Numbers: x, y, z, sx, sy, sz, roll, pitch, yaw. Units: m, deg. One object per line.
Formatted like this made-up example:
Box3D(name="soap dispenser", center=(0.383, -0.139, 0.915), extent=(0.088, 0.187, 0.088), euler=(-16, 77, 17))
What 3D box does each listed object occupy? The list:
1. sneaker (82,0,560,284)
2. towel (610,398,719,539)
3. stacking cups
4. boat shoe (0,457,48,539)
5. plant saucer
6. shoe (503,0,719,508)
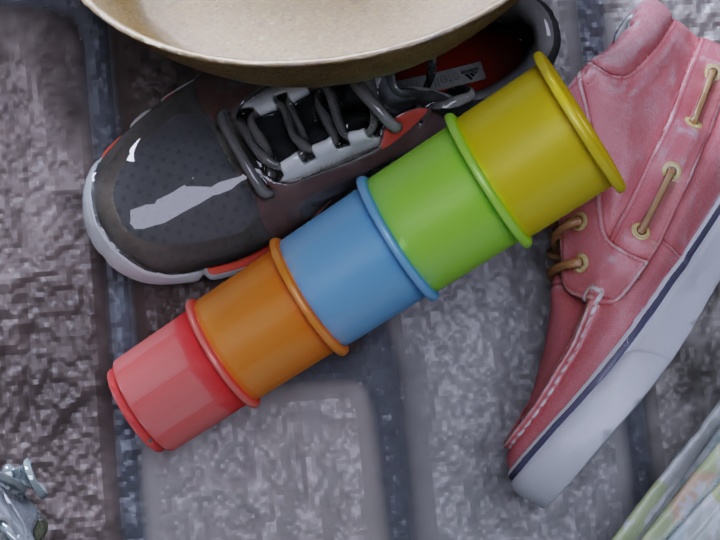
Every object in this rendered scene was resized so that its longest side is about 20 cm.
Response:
Box3D(name="sneaker", center=(-0.013, -0.062, 0.904), extent=(0.199, 0.082, 0.077), euler=(-27, 83, -14))
Box3D(name="towel", center=(0.190, 0.135, 0.902), extent=(0.200, 0.048, 0.171), euler=(40, 87, -3))
Box3D(name="stacking cups", center=(0.000, 0.000, 0.882), extent=(0.199, 0.060, 0.061), euler=(-34, 85, 10))
Box3D(name="boat shoe", center=(-0.116, 0.119, 0.855), extent=(0.065, 0.074, 0.203), euler=(-34, 89, -21))
Box3D(name="plant saucer", center=(-0.014, -0.127, 0.902), extent=(0.199, 0.036, 0.201), euler=(-4, 43, 4))
Box3D(name="shoe", center=(0.091, -0.011, 0.921), extent=(0.091, 0.072, 0.200), euler=(36, 70, 1))
